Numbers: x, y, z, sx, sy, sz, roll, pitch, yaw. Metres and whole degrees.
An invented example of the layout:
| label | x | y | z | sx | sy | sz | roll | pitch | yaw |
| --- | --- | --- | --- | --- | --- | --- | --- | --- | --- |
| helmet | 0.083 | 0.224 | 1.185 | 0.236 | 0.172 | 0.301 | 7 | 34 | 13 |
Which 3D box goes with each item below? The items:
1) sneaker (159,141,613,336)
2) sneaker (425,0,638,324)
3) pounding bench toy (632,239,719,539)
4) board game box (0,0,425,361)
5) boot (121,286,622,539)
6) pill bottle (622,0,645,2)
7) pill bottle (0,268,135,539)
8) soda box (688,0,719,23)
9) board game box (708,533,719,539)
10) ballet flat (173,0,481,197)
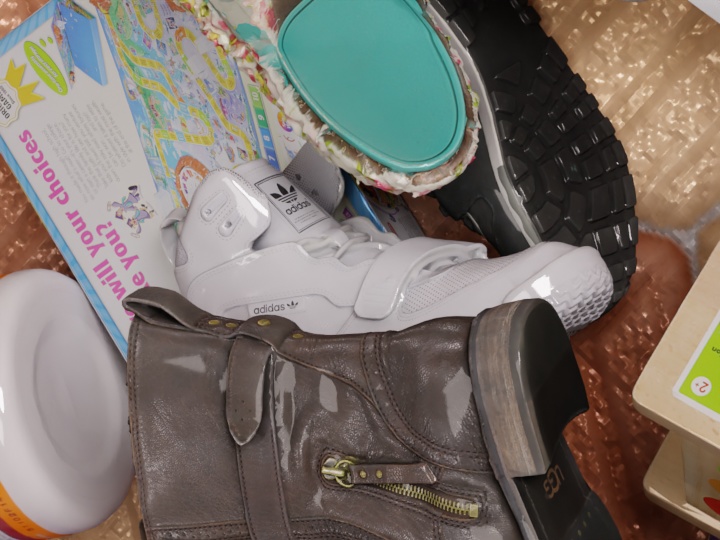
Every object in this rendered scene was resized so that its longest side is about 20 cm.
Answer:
| label | x | y | z | sx | sy | sz | roll | pitch | yaw |
| --- | --- | --- | --- | --- | --- | --- | --- | --- | --- |
| sneaker | 0.000 | 0.000 | 1.135 | 0.200 | 0.075 | 0.115 | -25 | 87 | 41 |
| sneaker | 0.036 | -0.061 | 1.177 | 0.088 | 0.076 | 0.200 | -33 | 81 | 40 |
| pounding bench toy | 0.214 | 0.061 | 1.054 | 0.200 | 0.156 | 0.124 | 28 | 77 | 15 |
| board game box | -0.065 | -0.035 | 1.233 | 0.134 | 0.034 | 0.200 | -34 | 84 | 24 |
| boot | 0.002 | 0.096 | 1.079 | 0.174 | 0.069 | 0.201 | -6 | 101 | 25 |
| pill bottle | 0.085 | -0.207 | 1.096 | 0.112 | 0.112 | 0.201 | 17 | 100 | 20 |
| pill bottle | -0.204 | 0.073 | 1.266 | 0.200 | 0.113 | 0.113 | -14 | 92 | 24 |
| soda box | 0.217 | -0.074 | 1.086 | 0.200 | 0.068 | 0.064 | 39 | 113 | 14 |
| board game box | 0.220 | 0.151 | 1.110 | 0.200 | 0.032 | 0.120 | 8 | 64 | 23 |
| ballet flat | -0.021 | -0.094 | 1.135 | 0.076 | 0.064 | 0.200 | -33 | 64 | -15 |
